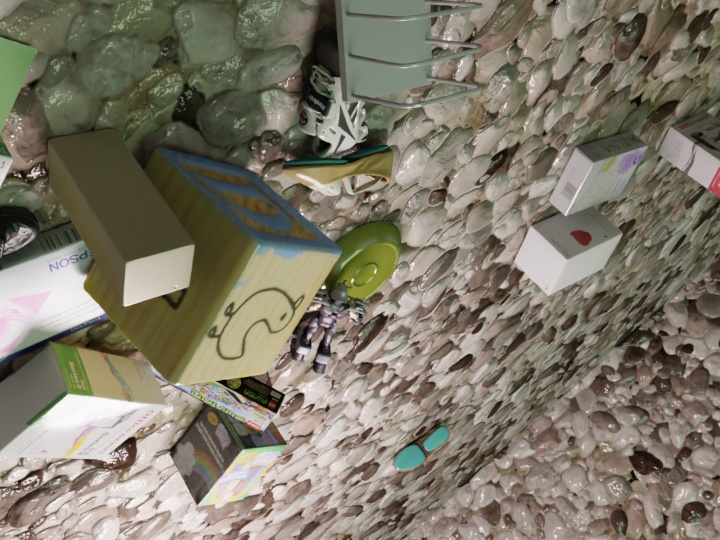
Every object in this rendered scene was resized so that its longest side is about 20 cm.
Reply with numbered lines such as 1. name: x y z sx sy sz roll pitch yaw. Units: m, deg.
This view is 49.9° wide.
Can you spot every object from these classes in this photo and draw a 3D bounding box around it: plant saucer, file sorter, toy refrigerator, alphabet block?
1. plant saucer: 0.000 0.000 1.370 0.199 0.031 0.201 -29 148 -21
2. file sorter: 0.061 -0.296 0.880 0.138 0.124 0.202 -20 120 -32
3. toy refrigerator: -0.256 -0.059 0.816 0.075 0.200 0.070 -19 145 -34
4. alphabet block: -0.180 -0.003 0.949 0.201 0.196 0.195 -57 154 15

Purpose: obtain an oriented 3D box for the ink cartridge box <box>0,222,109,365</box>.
1. ink cartridge box: -0.403 0.047 0.947 0.195 0.043 0.201 -26 146 -26

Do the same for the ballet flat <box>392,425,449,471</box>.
1. ballet flat: 0.173 0.521 2.247 0.199 0.068 0.072 -34 170 -20

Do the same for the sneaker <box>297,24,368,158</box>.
1. sneaker: -0.041 -0.216 0.990 0.088 0.074 0.201 -34 149 -15

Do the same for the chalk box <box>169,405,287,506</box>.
1. chalk box: -0.230 0.314 1.419 0.200 0.125 0.123 -50 149 17

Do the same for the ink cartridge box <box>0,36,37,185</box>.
1. ink cartridge box: -0.396 -0.129 0.716 0.145 0.048 0.201 6 128 -52

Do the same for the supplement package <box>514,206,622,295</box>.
1. supplement package: 0.475 -0.052 1.770 0.199 0.121 0.121 -22 146 -31

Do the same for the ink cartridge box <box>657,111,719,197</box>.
1. ink cartridge box: 0.831 -0.275 1.817 0.146 0.200 0.083 -24 144 -28

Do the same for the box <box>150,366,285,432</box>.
1. box: -0.217 0.170 1.162 0.035 0.198 0.110 -64 -175 -32

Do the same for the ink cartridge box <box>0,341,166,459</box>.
1. ink cartridge box: -0.393 0.187 1.076 0.145 0.088 0.200 -38 156 11

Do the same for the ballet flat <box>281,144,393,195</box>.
1. ballet flat: -0.025 -0.138 1.109 0.198 0.068 0.064 -16 109 -38

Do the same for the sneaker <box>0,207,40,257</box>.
1. sneaker: -0.419 -0.001 0.797 0.198 0.104 0.060 -16 142 -38

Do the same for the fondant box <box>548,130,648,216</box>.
1. fondant box: 0.515 -0.211 1.672 0.199 0.058 0.145 -20 144 -35

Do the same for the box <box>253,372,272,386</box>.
1. box: -0.210 0.147 1.228 0.201 0.099 0.075 84 30 -55

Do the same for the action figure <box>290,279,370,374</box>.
1. action figure: -0.062 0.086 1.337 0.129 0.070 0.201 21 128 -9
